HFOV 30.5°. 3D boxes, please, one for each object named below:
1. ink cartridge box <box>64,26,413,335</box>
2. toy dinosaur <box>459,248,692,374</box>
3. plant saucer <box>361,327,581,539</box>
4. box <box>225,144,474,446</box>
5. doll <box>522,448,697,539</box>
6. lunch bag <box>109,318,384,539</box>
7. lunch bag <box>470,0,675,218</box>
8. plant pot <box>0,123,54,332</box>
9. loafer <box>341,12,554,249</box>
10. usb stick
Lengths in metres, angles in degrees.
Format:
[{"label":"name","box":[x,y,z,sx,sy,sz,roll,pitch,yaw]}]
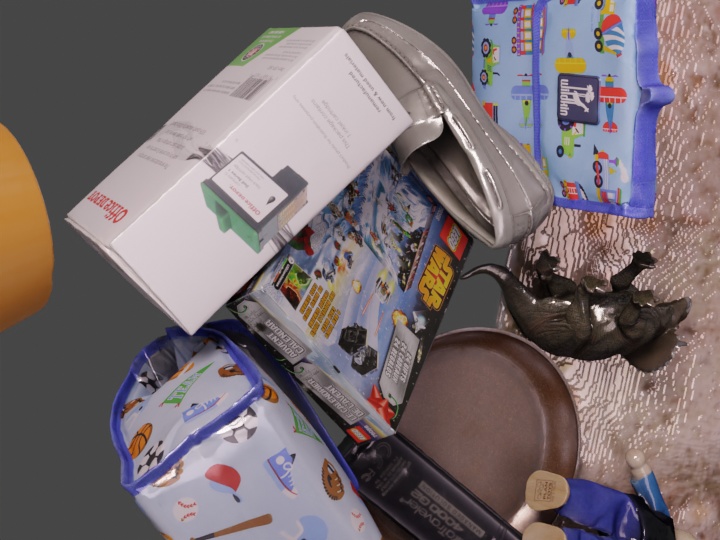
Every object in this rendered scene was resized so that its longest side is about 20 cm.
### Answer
[{"label":"ink cartridge box","box":[-0.084,-0.065,0.865,0.200,0.146,0.084,-44,112,-9]},{"label":"toy dinosaur","box":[0.175,0.037,1.018,0.198,0.077,0.103,0,132,-8]},{"label":"plant saucer","box":[0.078,0.141,1.022,0.198,0.032,0.202,-3,100,-20]},{"label":"box","box":[0.000,0.000,0.905,0.137,0.040,0.201,48,42,-20]},{"label":"doll","box":[0.211,0.209,1.053,0.199,0.048,0.138,24,64,-38]},{"label":"lunch bag","box":[-0.077,0.131,0.869,0.123,0.200,0.171,-36,109,-8]},{"label":"lunch bag","box":[0.158,-0.120,0.921,0.093,0.200,0.152,-4,99,-21]},{"label":"plant pot","box":[-0.291,-0.011,0.781,0.182,0.199,0.202,-18,105,-34]},{"label":"loafer","box":[0.049,-0.098,0.915,0.200,0.070,0.070,46,49,12]},{"label":"usb stick","box":[0.061,0.183,0.989,0.200,0.033,0.056,41,91,-22]}]
